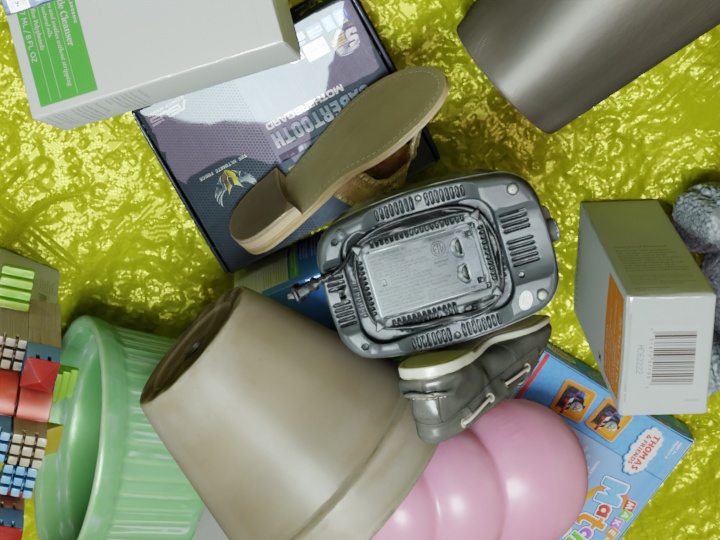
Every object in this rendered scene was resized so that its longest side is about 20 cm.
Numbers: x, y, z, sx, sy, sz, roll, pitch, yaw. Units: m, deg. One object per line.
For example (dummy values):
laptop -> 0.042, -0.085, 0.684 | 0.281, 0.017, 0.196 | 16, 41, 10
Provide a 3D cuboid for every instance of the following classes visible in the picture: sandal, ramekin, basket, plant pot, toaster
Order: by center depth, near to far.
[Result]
toaster -> 0.047, -0.006, 1.441 | 0.198, 0.129, 0.115 | -18, 96, 3
plant pot -> -0.061, 0.110, 1.452 | 0.173, 0.200, 0.200 | 43, 103, -13
basket -> 0.182, -0.211, 1.498 | 0.180, 0.136, 0.200 | 43, 107, -14
sandal -> -0.001, -0.074, 1.523 | 0.211, 0.078, 0.070 | -36, 131, 16
ramekin -> -0.188, 0.141, 1.572 | 0.097, 0.200, 0.202 | 8, 112, -22

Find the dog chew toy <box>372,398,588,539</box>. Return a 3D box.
dog chew toy -> 0.083, 0.176, 1.584 | 0.198, 0.124, 0.126 | -12, 115, -26

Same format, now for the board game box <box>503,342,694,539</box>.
board game box -> 0.162, 0.151, 1.687 | 0.199, 0.037, 0.152 | 31, 106, -14

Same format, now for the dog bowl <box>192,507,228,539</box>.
dog bowl -> -0.078, 0.227, 1.653 | 0.198, 0.059, 0.202 | 6, 109, 19

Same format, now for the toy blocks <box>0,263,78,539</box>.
toy blocks -> -0.265, 0.117, 1.476 | 0.099, 0.137, 0.202 | 12, 111, -14

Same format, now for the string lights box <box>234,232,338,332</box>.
string lights box -> 0.000, 0.000, 1.571 | 0.199, 0.103, 0.059 | -22, 108, 5

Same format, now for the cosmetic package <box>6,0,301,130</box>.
cosmetic package -> -0.155, -0.186, 1.478 | 0.198, 0.085, 0.109 | -17, 85, 8

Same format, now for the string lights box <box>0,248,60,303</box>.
string lights box -> -0.308, 0.095, 1.593 | 0.059, 0.103, 0.201 | 23, 108, -15

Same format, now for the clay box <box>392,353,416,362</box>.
clay box -> 0.050, 0.086, 1.601 | 0.048, 0.115, 0.200 | 41, 109, 8

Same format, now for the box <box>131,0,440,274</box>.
box -> -0.058, -0.112, 1.558 | 0.199, 0.051, 0.158 | -27, 112, 6

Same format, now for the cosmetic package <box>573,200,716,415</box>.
cosmetic package -> 0.221, 0.026, 1.554 | 0.071, 0.200, 0.102 | -1, 112, -4

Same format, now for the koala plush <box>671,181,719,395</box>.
koala plush -> 0.355, 0.039, 1.563 | 0.182, 0.200, 0.179 | -5, 118, -9

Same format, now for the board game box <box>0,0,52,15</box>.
board game box -> -0.188, -0.241, 1.416 | 0.134, 0.200, 0.035 | -17, 111, 3

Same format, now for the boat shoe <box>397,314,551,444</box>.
boat shoe -> 0.085, 0.076, 1.443 | 0.066, 0.200, 0.058 | -3, 99, 30
